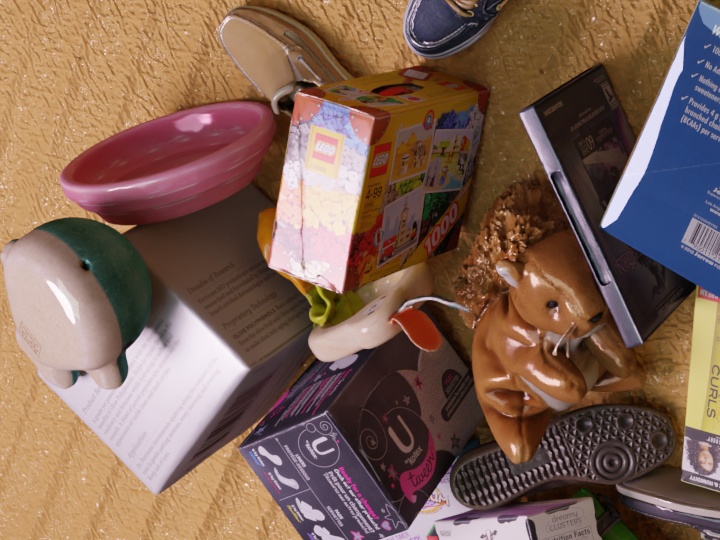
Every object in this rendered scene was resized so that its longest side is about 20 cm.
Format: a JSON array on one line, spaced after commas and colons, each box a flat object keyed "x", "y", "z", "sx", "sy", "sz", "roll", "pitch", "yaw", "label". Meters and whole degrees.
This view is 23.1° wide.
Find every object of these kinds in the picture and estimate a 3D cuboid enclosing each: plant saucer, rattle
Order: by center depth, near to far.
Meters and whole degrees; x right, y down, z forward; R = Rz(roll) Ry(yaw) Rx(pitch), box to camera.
[{"x": 0.000, "y": 0.000, "z": 1.486, "sx": 0.200, "sy": 0.130, "sz": 0.143, "roll": -169, "pitch": 60, "yaw": -79, "label": "rattle"}, {"x": -0.168, "y": -0.093, "z": 1.582, "sx": 0.200, "sy": 0.200, "sz": 0.051, "roll": -1, "pitch": 116, "yaw": 34, "label": "plant saucer"}]

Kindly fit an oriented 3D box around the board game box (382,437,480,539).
[{"x": 0.078, "y": 0.268, "z": 1.673, "sx": 0.153, "sy": 0.040, "sz": 0.200, "roll": -15, "pitch": 101, "yaw": 37, "label": "board game box"}]

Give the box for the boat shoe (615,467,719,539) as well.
[{"x": 0.309, "y": 0.215, "z": 1.477, "sx": 0.199, "sy": 0.073, "sz": 0.063, "roll": 9, "pitch": 112, "yaw": 25, "label": "boat shoe"}]

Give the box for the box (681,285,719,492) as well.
[{"x": 0.310, "y": 0.085, "z": 1.434, "sx": 0.075, "sy": 0.050, "sz": 0.201, "roll": 15, "pitch": 117, "yaw": 29, "label": "box"}]

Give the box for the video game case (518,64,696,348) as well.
[{"x": 0.200, "y": -0.054, "z": 1.388, "sx": 0.019, "sy": 0.143, "sz": 0.200, "roll": -23, "pitch": 97, "yaw": 34, "label": "video game case"}]

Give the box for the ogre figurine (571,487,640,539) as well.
[{"x": 0.221, "y": 0.298, "z": 1.557, "sx": 0.120, "sy": 0.098, "sz": 0.200, "roll": 31, "pitch": 113, "yaw": 33, "label": "ogre figurine"}]

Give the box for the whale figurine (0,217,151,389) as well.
[{"x": -0.242, "y": 0.030, "z": 1.514, "sx": 0.159, "sy": 0.104, "sz": 0.200, "roll": 49, "pitch": 151, "yaw": 9, "label": "whale figurine"}]

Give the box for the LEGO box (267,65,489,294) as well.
[{"x": 0.017, "y": -0.079, "z": 1.451, "sx": 0.077, "sy": 0.200, "sz": 0.149, "roll": 20, "pitch": 111, "yaw": 26, "label": "LEGO box"}]

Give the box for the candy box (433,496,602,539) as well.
[{"x": 0.151, "y": 0.302, "z": 1.520, "sx": 0.168, "sy": 0.071, "sz": 0.201, "roll": -20, "pitch": 82, "yaw": 63, "label": "candy box"}]

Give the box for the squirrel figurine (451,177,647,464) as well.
[{"x": 0.141, "y": 0.020, "z": 1.441, "sx": 0.200, "sy": 0.141, "sz": 0.187, "roll": 59, "pitch": 168, "yaw": 33, "label": "squirrel figurine"}]

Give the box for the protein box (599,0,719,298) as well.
[{"x": 0.319, "y": -0.085, "z": 1.299, "sx": 0.198, "sy": 0.135, "sz": 0.200, "roll": 32, "pitch": 124, "yaw": 18, "label": "protein box"}]

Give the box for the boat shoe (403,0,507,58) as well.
[{"x": 0.087, "y": -0.235, "z": 1.409, "sx": 0.071, "sy": 0.091, "sz": 0.200, "roll": 51, "pitch": 128, "yaw": 5, "label": "boat shoe"}]

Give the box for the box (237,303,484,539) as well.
[{"x": 0.011, "y": 0.137, "z": 1.551, "sx": 0.115, "sy": 0.200, "sz": 0.132, "roll": -26, "pitch": 104, "yaw": 39, "label": "box"}]

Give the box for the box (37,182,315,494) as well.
[{"x": -0.151, "y": 0.056, "z": 1.633, "sx": 0.171, "sy": 0.200, "sz": 0.199, "roll": 44, "pitch": 127, "yaw": 9, "label": "box"}]

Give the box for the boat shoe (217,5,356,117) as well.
[{"x": -0.056, "y": -0.165, "z": 1.553, "sx": 0.200, "sy": 0.076, "sz": 0.072, "roll": 36, "pitch": 126, "yaw": 16, "label": "boat shoe"}]

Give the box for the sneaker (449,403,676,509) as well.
[{"x": 0.173, "y": 0.155, "z": 1.533, "sx": 0.199, "sy": 0.076, "sz": 0.071, "roll": -13, "pitch": 93, "yaw": 4, "label": "sneaker"}]
